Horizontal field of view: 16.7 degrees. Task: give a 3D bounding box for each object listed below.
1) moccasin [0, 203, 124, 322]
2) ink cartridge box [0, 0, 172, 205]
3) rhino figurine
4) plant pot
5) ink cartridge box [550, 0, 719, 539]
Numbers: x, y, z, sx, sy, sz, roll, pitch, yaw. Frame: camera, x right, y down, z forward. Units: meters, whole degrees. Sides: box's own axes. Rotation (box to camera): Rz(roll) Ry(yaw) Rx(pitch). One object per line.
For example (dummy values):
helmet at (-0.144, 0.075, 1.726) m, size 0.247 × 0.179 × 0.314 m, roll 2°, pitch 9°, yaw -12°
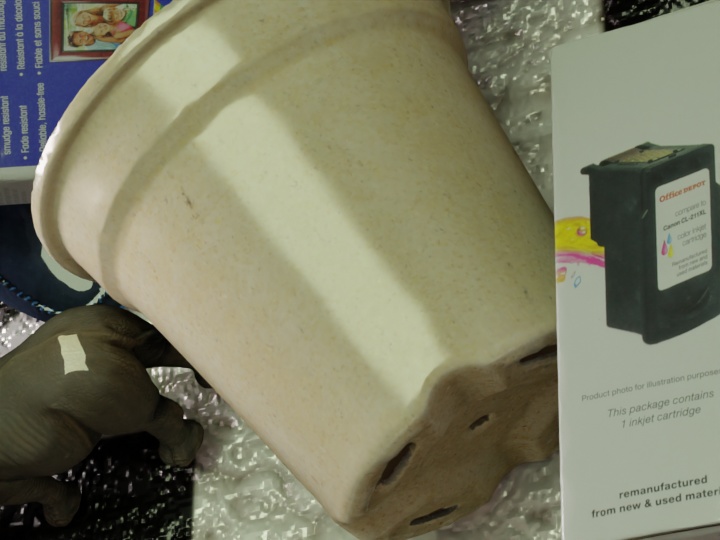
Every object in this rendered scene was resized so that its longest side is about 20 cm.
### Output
moccasin at (-0.190, -0.046, 1.139) m, size 0.200 × 0.068 × 0.080 m, roll 40°, pitch 85°, yaw 15°
ink cartridge box at (-0.160, -0.125, 1.106) m, size 0.200 × 0.047 × 0.198 m, roll -4°, pitch 71°, yaw -4°
rhino figurine at (-0.155, 0.075, 1.081) m, size 0.200 × 0.087 × 0.060 m, roll -29°, pitch 51°, yaw 28°
plant pot at (0.000, 0.000, 0.978) m, size 0.200 × 0.200 × 0.184 m, roll -40°, pitch 65°, yaw 8°
ink cartridge box at (0.137, 0.023, 0.897) m, size 0.083 × 0.146 × 0.200 m, roll -14°, pitch 61°, yaw 27°
